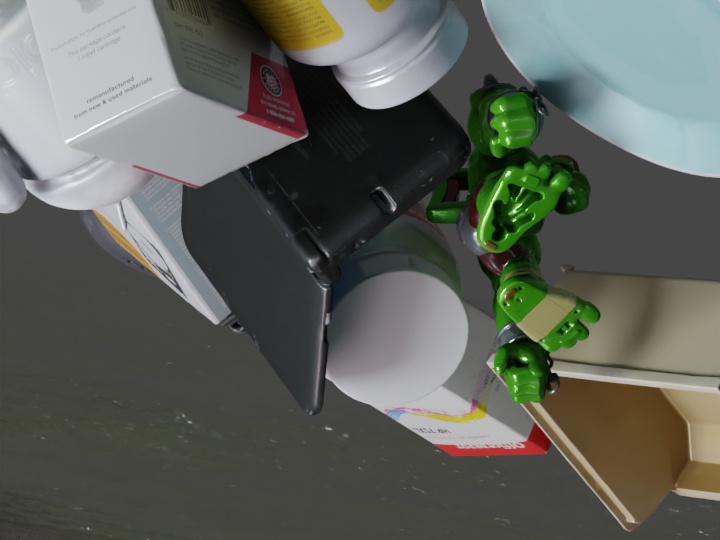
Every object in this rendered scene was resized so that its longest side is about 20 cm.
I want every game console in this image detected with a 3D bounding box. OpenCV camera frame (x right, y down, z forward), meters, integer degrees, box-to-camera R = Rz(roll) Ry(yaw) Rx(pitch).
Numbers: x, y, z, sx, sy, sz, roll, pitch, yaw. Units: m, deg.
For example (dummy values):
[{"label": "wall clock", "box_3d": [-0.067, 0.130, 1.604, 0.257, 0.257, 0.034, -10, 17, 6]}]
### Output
[{"label": "game console", "box_3d": [-0.026, -0.048, 1.665, 0.200, 0.176, 0.116, 51, 179, 43]}]

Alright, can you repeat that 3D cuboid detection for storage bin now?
[{"label": "storage bin", "box_3d": [0.224, 0.096, 1.776, 0.200, 0.094, 0.199, 4, 141, 49]}]

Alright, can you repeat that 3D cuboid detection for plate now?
[{"label": "plate", "box_3d": [0.158, -0.127, 1.531, 0.200, 0.026, 0.200, 28, 156, 14]}]

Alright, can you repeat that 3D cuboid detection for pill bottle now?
[{"label": "pill bottle", "box_3d": [-0.025, -0.187, 1.543, 0.112, 0.112, 0.200, 5, 143, 48]}, {"label": "pill bottle", "box_3d": [0.000, 0.000, 1.755, 0.116, 0.116, 0.200, 48, -174, -28]}]

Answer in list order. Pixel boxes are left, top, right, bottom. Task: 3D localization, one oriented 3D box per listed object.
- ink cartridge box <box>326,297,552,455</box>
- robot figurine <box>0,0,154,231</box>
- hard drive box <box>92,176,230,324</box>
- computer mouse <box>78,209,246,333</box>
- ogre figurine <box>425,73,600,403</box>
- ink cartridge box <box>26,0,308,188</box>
[{"label": "ink cartridge box", "box_3d": [0.066, 0.075, 1.930, 0.200, 0.067, 0.116, 33, 159, -27]}, {"label": "robot figurine", "box_3d": [-0.183, -0.115, 1.636, 0.113, 0.170, 0.200, 7, 145, 51]}, {"label": "hard drive box", "box_3d": [-0.154, -0.079, 1.905, 0.156, 0.077, 0.200, 36, 164, 50]}, {"label": "computer mouse", "box_3d": [-0.137, -0.013, 2.094, 0.200, 0.046, 0.140, 42, 156, -16]}, {"label": "ogre figurine", "box_3d": [0.091, -0.034, 1.657, 0.120, 0.098, 0.200, -102, -14, -58]}, {"label": "ink cartridge box", "box_3d": [-0.122, -0.162, 1.561, 0.083, 0.200, 0.145, -25, 161, 24]}]
